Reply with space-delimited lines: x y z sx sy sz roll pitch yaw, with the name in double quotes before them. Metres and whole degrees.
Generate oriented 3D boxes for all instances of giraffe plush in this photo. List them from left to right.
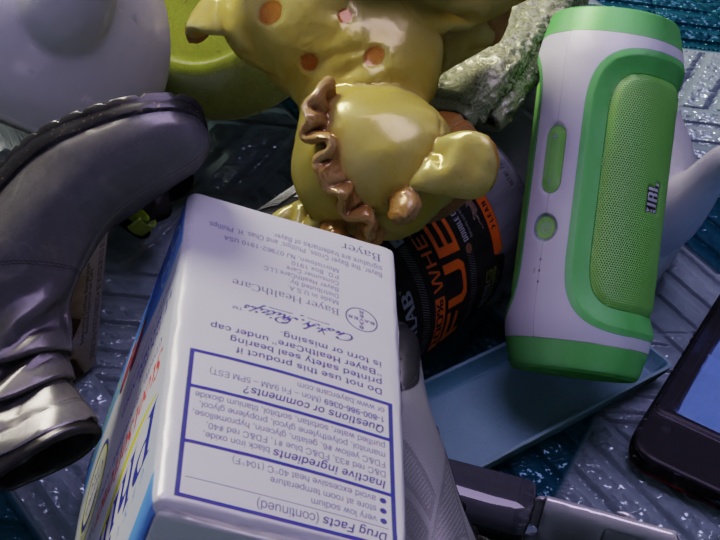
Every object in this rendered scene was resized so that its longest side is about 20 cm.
"giraffe plush" 0.011 -0.089 0.878 0.199 0.173 0.163 -5 69 -32

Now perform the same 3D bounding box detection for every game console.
"game console" 0.271 0.051 0.984 0.172 0.119 0.200 25 38 17

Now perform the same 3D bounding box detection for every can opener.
"can opener" 0.068 0.133 0.877 0.199 0.053 0.067 17 38 8

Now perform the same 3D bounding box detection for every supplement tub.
"supplement tub" 0.000 0.000 0.974 0.122 0.123 0.200 29 41 21

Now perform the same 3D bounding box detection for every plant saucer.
"plant saucer" -0.079 -0.191 1.038 0.200 0.201 0.031 41 16 33
"plant saucer" 0.088 0.073 0.990 0.199 0.019 0.070 -23 49 -36

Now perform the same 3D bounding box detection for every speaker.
"speaker" 0.131 -0.041 0.974 0.088 0.201 0.088 7 -5 1

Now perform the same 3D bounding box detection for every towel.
"towel" 0.056 -0.157 1.049 0.148 0.037 0.200 17 47 25

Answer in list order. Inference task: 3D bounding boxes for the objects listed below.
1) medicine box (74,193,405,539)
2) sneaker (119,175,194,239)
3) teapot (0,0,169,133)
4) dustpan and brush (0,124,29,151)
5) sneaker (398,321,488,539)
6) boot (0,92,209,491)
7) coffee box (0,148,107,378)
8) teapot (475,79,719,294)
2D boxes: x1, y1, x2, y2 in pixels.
"medicine box" -0.060 0.103 0.762 0.102 0.183 0.200 16 35 -12
"sneaker" -0.144 -0.076 1.099 0.083 0.072 0.200 45 21 -20
"teapot" -0.182 -0.154 0.925 0.199 0.147 0.197 20 -1 16
"dustpan and brush" -0.228 -0.108 1.091 0.140 0.057 0.200 -44 23 -13
"sneaker" 0.022 0.122 0.834 0.079 0.074 0.201 8 65 -26
"boot" -0.134 0.020 0.749 0.199 0.070 0.132 -30 63 7
"coffee box" -0.222 0.038 0.873 0.080 0.113 0.200 29 41 21
"teapot" 0.127 -0.086 1.101 0.199 0.147 0.198 5 37 -8
